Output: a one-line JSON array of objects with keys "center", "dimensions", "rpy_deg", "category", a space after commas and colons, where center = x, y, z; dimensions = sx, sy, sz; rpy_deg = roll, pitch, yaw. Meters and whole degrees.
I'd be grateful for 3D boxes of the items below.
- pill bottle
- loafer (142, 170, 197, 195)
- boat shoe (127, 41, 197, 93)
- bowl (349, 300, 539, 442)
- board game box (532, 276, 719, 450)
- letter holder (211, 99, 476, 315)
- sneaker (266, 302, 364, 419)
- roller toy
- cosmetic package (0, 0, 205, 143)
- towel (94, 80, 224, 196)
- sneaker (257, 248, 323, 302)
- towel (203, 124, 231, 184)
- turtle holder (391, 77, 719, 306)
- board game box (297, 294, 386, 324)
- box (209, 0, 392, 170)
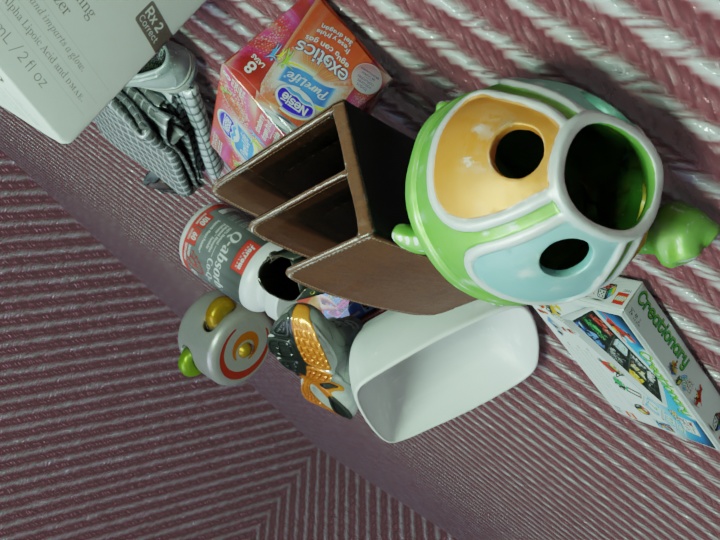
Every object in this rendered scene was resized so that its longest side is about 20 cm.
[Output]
[{"center": [-0.164, -0.010, 1.349], "dimensions": [0.199, 0.116, 0.116], "rpy_deg": [30, 163, 28], "category": "pill bottle"}, {"center": [-0.263, -0.130, 1.277], "dimensions": [0.063, 0.072, 0.200], "rpy_deg": [44, 176, -13], "category": "loafer"}, {"center": [-0.272, -0.232, 0.962], "dimensions": [0.199, 0.071, 0.071], "rpy_deg": [10, 177, 17], "category": "boat shoe"}, {"center": [0.083, 0.084, 0.949], "dimensions": [0.200, 0.198, 0.075], "rpy_deg": [64, -179, -59], "category": "bowl"}, {"center": [0.237, 0.075, 0.807], "dimensions": [0.200, 0.035, 0.126], "rpy_deg": [48, 163, -29], "category": "board game box"}, {"center": [0.000, -0.025, 0.695], "dimensions": [0.141, 0.102, 0.199], "rpy_deg": [-25, 156, 29], "category": "letter holder"}, {"center": [-0.034, 0.073, 0.941], "dimensions": [0.075, 0.093, 0.201], "rpy_deg": [18, 155, 21], "category": "sneaker"}, {"center": [-0.282, 0.142, 1.942], "dimensions": [0.139, 0.202, 0.182], "rpy_deg": [27, -164, 36], "category": "roller toy"}, {"center": [-0.251, -0.246, 0.715], "dimensions": [0.164, 0.201, 0.165], "rpy_deg": [30, 163, 31], "category": "cosmetic package"}, {"center": [-0.262, -0.190, 1.078], "dimensions": [0.200, 0.086, 0.166], "rpy_deg": [40, 161, 21], "category": "towel"}, {"center": [-0.001, -0.013, 0.860], "dimensions": [0.199, 0.106, 0.076], "rpy_deg": [-20, 92, 41], "category": "sneaker"}, {"center": [-0.183, -0.137, 1.197], "dimensions": [0.199, 0.030, 0.147], "rpy_deg": [20, 155, 51], "category": "towel"}, {"center": [0.122, -0.036, 0.560], "dimensions": [0.186, 0.141, 0.131], "rpy_deg": [46, 159, -18], "category": "turtle holder"}, {"center": [0.000, 0.000, 0.963], "dimensions": [0.199, 0.019, 0.103], "rpy_deg": [-32, 98, 43], "category": "board game box"}, {"center": [-0.058, -0.132, 0.764], "dimensions": [0.096, 0.100, 0.200], "rpy_deg": [48, 165, -1], "category": "box"}]
